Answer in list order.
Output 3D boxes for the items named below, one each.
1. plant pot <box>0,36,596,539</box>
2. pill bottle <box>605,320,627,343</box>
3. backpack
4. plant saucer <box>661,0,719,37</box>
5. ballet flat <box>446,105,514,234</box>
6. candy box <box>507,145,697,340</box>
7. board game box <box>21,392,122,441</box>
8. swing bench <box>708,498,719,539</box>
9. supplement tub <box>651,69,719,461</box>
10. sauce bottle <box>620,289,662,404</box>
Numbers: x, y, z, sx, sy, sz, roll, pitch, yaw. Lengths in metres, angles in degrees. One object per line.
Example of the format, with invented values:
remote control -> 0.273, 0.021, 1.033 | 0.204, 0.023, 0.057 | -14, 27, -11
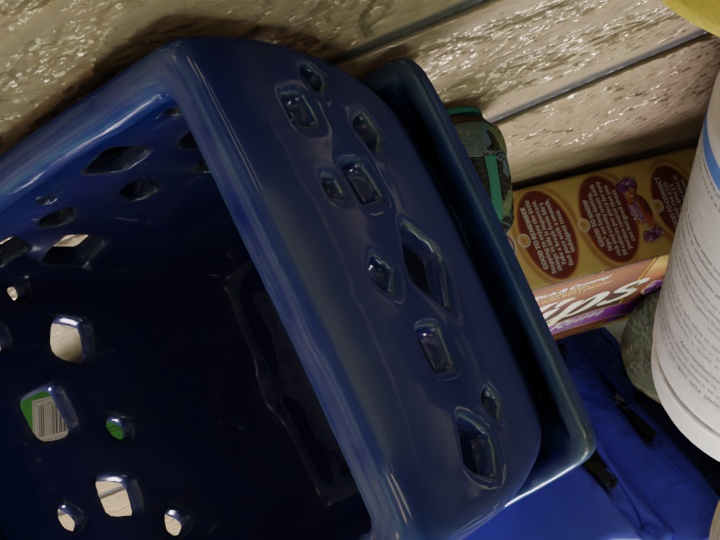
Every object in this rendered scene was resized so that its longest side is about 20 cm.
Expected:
plant pot -> -0.038, 0.037, 0.968 | 0.200, 0.201, 0.179 | -32, 168, 34
pill bottle -> 0.156, 0.082, 1.578 | 0.111, 0.112, 0.200 | -22, 165, 1
backpack -> 0.097, 0.103, 1.397 | 0.162, 0.200, 0.168 | -39, 159, 9
plant saucer -> 0.252, -0.134, 1.003 | 0.199, 0.049, 0.200 | -4, 158, -38
ballet flat -> 0.000, 0.000, 1.138 | 0.074, 0.075, 0.200 | -11, 163, -36
candy box -> 0.118, -0.009, 1.301 | 0.199, 0.057, 0.117 | -16, 165, -27
board game box -> -0.045, 0.077, 1.276 | 0.152, 0.041, 0.199 | -15, 163, 38
swing bench -> 0.312, 0.115, 1.299 | 0.198, 0.199, 0.131 | -25, 126, -37
supplement tub -> 0.208, -0.010, 1.169 | 0.131, 0.132, 0.201 | -17, 147, -17
sauce bottle -> 0.203, 0.053, 1.380 | 0.064, 0.065, 0.200 | -27, 160, 21
